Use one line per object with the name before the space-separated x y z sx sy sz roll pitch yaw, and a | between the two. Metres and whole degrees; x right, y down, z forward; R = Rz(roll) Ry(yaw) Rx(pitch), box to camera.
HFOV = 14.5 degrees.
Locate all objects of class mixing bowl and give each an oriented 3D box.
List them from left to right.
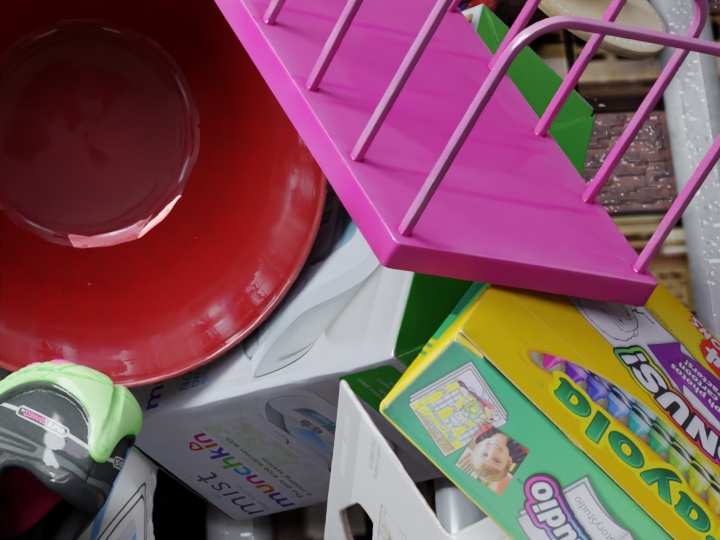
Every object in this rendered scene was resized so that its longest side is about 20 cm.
mixing bowl | -0.120 -0.056 1.278 0.200 0.108 0.200 -2 102 -9

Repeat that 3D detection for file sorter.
file sorter | 0.051 -0.103 1.157 0.139 0.125 0.200 8 36 -37

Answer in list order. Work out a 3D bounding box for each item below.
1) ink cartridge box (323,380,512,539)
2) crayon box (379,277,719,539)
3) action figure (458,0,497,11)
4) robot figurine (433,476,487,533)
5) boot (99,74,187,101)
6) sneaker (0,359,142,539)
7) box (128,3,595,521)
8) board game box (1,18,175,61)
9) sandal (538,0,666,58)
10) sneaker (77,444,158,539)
ink cartridge box | 0.047 0.156 1.215 0.045 0.200 0.176 -23 62 -18
crayon box | 0.118 0.078 1.164 0.200 0.058 0.173 44 26 -1
action figure | -0.007 -0.136 1.463 0.200 0.099 0.065 -17 88 -25
robot figurine | 0.116 0.106 1.298 0.170 0.113 0.200 0 57 -11
boot | -0.157 -0.108 1.417 0.200 0.070 0.132 -14 57 21
sneaker | -0.176 0.112 1.251 0.077 0.200 0.084 31 43 -22
box | 0.000 0.000 1.321 0.176 0.097 0.200 -15 47 39
board game box | -0.076 -0.142 1.372 0.200 0.019 0.103 -2 45 -9
sandal | 0.096 -0.185 1.440 0.212 0.070 0.078 31 35 -22
sneaker | -0.122 0.122 1.321 0.072 0.072 0.200 30 51 -19
